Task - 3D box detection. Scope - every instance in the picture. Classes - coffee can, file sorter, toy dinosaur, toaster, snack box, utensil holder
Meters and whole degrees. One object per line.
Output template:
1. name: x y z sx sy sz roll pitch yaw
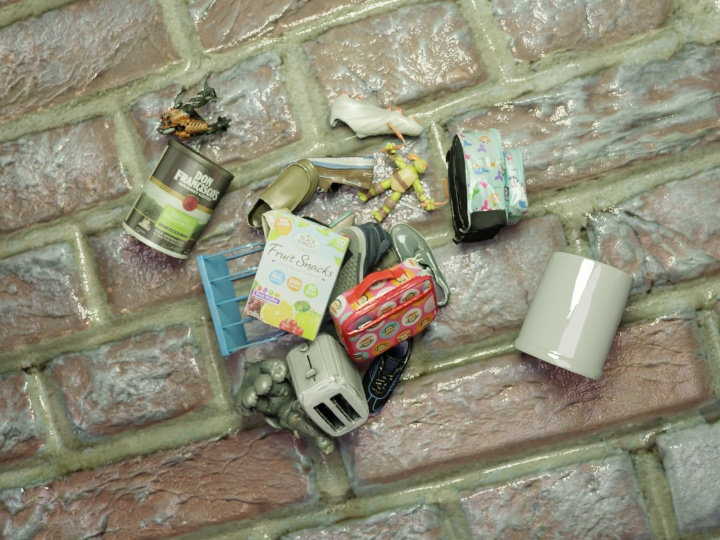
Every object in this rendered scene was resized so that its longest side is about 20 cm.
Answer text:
1. coffee can: -0.371 -0.146 1.112 0.146 0.146 0.201 31 94 4
2. file sorter: -0.229 0.052 1.106 0.122 0.139 0.202 -16 89 4
3. toy dinosaur: -0.342 -0.301 1.108 0.135 0.103 0.200 -32 56 -21
4. toaster: -0.058 0.228 1.052 0.113 0.130 0.200 -28 129 4
5. snack box: -0.116 0.009 0.998 0.141 0.053 0.201 20 99 0
6. utensil holder: 0.408 0.085 1.040 0.169 0.170 0.201 21 90 4

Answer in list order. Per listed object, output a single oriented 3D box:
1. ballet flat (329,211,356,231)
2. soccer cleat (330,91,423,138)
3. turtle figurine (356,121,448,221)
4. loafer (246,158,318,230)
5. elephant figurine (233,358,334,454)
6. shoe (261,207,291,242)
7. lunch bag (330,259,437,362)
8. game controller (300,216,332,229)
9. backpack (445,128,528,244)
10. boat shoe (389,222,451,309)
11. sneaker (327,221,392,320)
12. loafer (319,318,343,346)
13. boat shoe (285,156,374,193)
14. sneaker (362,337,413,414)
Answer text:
1. ballet flat: -0.078 -0.045 1.133 0.199 0.068 0.067 -33 92 15
2. soccer cleat: 0.032 -0.303 1.118 0.199 0.069 0.078 21 98 11
3. turtle figurine: 0.073 -0.187 1.112 0.161 0.064 0.200 -36 103 14
4. loafer: -0.159 -0.143 1.099 0.076 0.067 0.200 46 120 1
5. elephant figurine: -0.150 0.278 1.115 0.200 0.156 0.141 40 131 -22
6. shoe: -0.160 -0.020 1.067 0.070 0.053 0.202 4 101 49
7. lunch bag: 0.045 0.067 1.014 0.199 0.177 0.082 -29 50 -11
8. game controller: -0.103 -0.003 1.078 0.104 0.042 0.201 33 119 41
9. backpack: 0.236 -0.169 1.046 0.149 0.178 0.202 -11 80 2
10. boat shoe: 0.123 -0.012 1.112 0.073 0.062 0.201 -30 88 5
11. sneaker: 0.002 0.000 1.094 0.076 0.146 0.204 20 112 21
12. loafer: -0.058 0.132 1.127 0.070 0.068 0.201 36 97 -6
13. boat shoe: -0.066 -0.193 1.104 0.199 0.072 0.073 5 102 29
14. sneaker: 0.050 0.207 1.114 0.070 0.078 0.201 23 92 4
